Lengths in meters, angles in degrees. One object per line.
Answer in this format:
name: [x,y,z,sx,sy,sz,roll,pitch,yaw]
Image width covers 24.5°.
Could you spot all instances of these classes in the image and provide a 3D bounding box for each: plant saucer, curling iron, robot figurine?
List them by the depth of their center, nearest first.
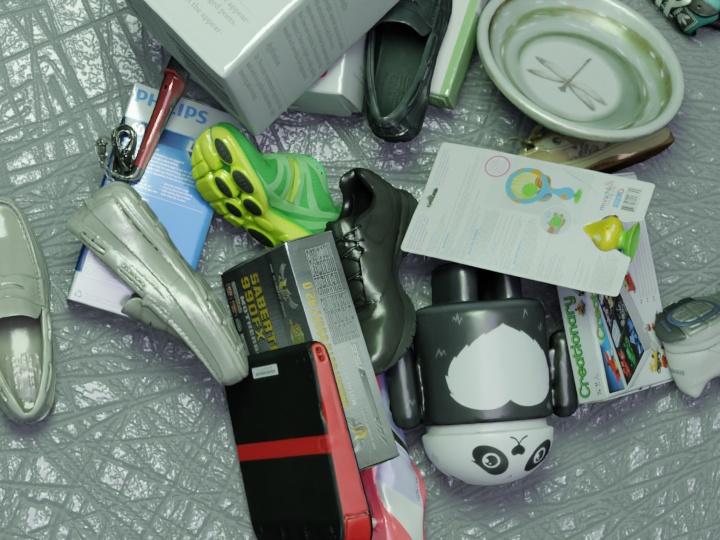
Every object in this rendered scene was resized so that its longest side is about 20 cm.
curling iron: [-0.171,-0.165,1.429,0.049,0.026,0.201,28,88,-4]
robot figurine: [0.110,0.091,1.484,0.149,0.125,0.201,-5,86,21]
plant saucer: [0.196,-0.181,1.517,0.199,0.050,0.201,9,50,-11]

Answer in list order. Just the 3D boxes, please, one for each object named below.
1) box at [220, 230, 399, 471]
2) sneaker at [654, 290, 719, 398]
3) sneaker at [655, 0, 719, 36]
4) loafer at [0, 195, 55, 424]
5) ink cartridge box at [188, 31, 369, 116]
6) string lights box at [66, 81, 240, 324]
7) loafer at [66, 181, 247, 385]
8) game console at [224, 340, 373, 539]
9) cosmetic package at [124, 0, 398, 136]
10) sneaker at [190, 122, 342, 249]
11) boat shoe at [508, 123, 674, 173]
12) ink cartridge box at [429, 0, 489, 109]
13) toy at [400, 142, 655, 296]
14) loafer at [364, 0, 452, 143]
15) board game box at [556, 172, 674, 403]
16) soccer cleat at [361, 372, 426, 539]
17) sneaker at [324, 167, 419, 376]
box: [-0.047,0.079,1.434,0.048,0.158,0.201,-16,88,-26]
sneaker: [0.365,0.053,1.572,0.199,0.074,0.088,-21,115,-19]
sneaker: [0.308,-0.272,1.575,0.199,0.071,0.080,19,79,-10]
loafer: [-0.300,0.033,1.438,0.070,0.070,0.201,-12,89,-11]
ink cartridge box: [-0.061,-0.249,1.475,0.144,0.085,0.201,7,86,12]
string lights box: [-0.183,-0.055,1.472,0.102,0.059,0.201,18,83,-10]
loafer: [-0.170,0.019,1.403,0.070,0.070,0.200,-37,91,3]
game console: [-0.056,0.155,1.413,0.031,0.200,0.178,-9,86,-28]
cosmetic package: [-0.081,-0.251,1.343,0.200,0.165,0.165,-44,77,-5]
sneaker: [-0.080,-0.075,1.460,0.200,0.074,0.084,45,56,-47]
boat shoe: [0.197,-0.115,1.549,0.199,0.073,0.063,-17,82,-23]
ink cartridge box: [0.012,-0.246,1.531,0.199,0.048,0.146,16,82,14]
toy: [0.149,-0.038,1.454,0.199,0.047,0.116,11,64,24]
loafer: [0.041,-0.214,1.460,0.068,0.070,0.202,6,79,12]
board game box: [0.228,0.013,1.525,0.126,0.034,0.201,-8,87,-49]
soccer cleat: [0.022,0.173,1.503,0.076,0.067,0.201,0,79,-42]
sneaker: [0.000,0.000,1.458,0.091,0.076,0.201,39,43,-44]
